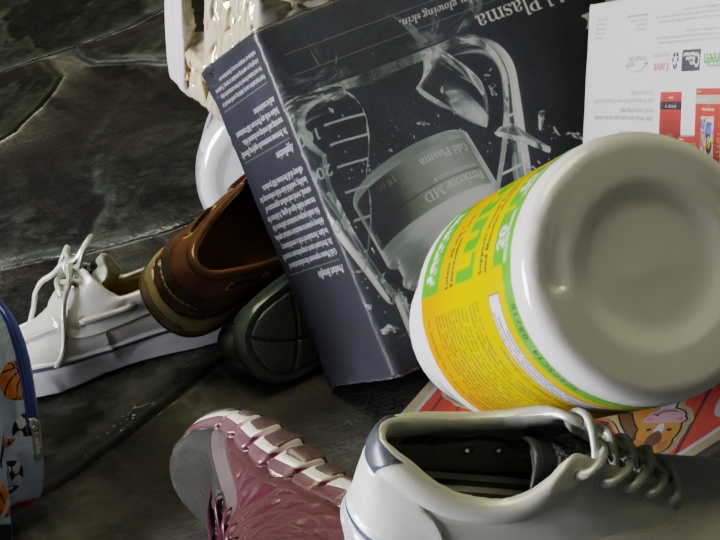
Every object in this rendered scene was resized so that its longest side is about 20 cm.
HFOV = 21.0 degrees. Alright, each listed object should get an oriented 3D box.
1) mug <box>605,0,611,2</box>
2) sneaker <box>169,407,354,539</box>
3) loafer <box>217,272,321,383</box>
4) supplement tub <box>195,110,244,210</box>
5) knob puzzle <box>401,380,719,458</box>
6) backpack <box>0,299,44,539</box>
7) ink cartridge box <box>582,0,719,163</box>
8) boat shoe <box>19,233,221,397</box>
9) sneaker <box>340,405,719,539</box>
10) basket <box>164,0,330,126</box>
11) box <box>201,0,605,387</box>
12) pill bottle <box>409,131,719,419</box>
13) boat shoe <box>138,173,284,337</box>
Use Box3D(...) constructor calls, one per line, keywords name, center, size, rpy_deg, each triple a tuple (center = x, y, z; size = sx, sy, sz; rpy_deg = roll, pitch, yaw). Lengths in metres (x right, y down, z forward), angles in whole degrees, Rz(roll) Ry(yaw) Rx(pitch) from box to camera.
Box3D(name="mug", center=(0.199, -0.158, 1.172), size=(0.200, 0.148, 0.175), rpy_deg=(-31, 17, -20))
Box3D(name="sneaker", center=(-0.058, 0.129, 0.873), size=(0.115, 0.076, 0.200), rpy_deg=(-31, 27, -28))
Box3D(name="loafer", center=(0.000, 0.000, 1.162), size=(0.200, 0.072, 0.063), rpy_deg=(-29, 14, -24))
Box3D(name="supplement tub", center=(-0.048, -0.095, 1.351), size=(0.122, 0.123, 0.200), rpy_deg=(-13, 22, 5))
Box3D(name="knob puzzle", center=(0.094, 0.073, 0.966), size=(0.219, 0.031, 0.220), rpy_deg=(-13, 22, 5))
Box3D(name="backpack", center=(-0.261, 0.063, 1.015), size=(0.200, 0.191, 0.154), rpy_deg=(-3, 8, 28))
Box3D(name="ink cartridge box", center=(0.175, -0.044, 0.930), size=(0.084, 0.176, 0.200), rpy_deg=(2, 5, -12))
Box3D(name="boat shoe", center=(-0.163, 0.017, 1.201), size=(0.201, 0.086, 0.075), rpy_deg=(-15, 21, 0))
Box3D(name="sneaker", center=(0.093, 0.094, 0.797), size=(0.199, 0.071, 0.073), rpy_deg=(0, 45, -10))
Box3D(name="basket", center=(-0.009, -0.165, 1.201), size=(0.200, 0.136, 0.123), rpy_deg=(-14, 39, -22))
Box3D(name="box", center=(0.048, -0.063, 1.073), size=(0.200, 0.197, 0.124), rpy_deg=(-23, 3, -19))
Box3D(name="pill bottle", center=(0.089, 0.012, 0.860), size=(0.111, 0.111, 0.200), rpy_deg=(-22, -2, -18))
Box3D(name="boat shoe", center=(-0.046, -0.033, 1.175), size=(0.200, 0.072, 0.068), rpy_deg=(-39, -4, -36))
